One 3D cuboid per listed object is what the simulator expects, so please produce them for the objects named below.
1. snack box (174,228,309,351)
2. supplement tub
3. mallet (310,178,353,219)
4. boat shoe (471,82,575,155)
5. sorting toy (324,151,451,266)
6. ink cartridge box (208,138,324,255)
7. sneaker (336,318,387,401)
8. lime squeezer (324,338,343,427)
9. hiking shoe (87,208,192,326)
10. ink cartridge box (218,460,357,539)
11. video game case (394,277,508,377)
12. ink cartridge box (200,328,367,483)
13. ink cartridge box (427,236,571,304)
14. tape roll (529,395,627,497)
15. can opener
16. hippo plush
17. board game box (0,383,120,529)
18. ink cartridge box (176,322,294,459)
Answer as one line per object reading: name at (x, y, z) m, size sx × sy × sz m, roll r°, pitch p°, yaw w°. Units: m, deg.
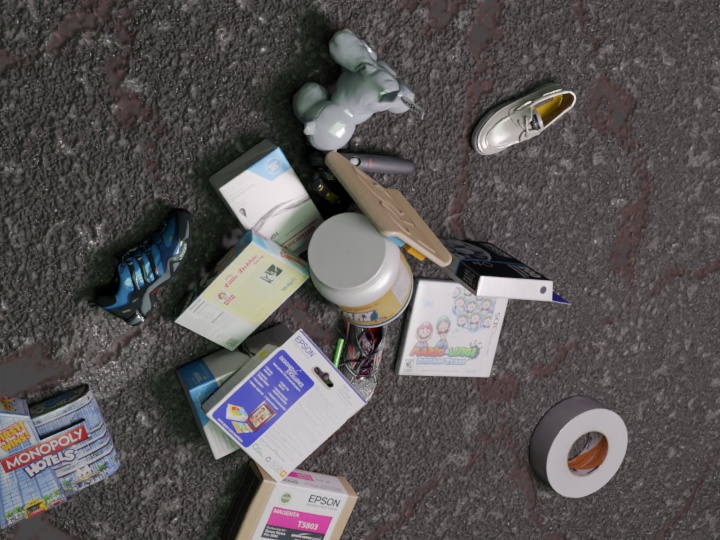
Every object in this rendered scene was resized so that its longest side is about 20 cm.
snack box at (-0.187, 0.034, 1.469) m, size 0.116 × 0.037 × 0.200 m, roll 32°, pitch 118°, yaw -31°
supplement tub at (0.000, 0.000, 1.482) m, size 0.145 × 0.145 × 0.200 m, roll -46°, pitch 159°, yaw -4°
mallet at (-0.057, -0.111, 1.453) m, size 0.041 × 0.200 × 0.066 m, roll 42°, pitch 100°, yaw 9°
boat shoe at (0.285, -0.259, 1.613) m, size 0.200 × 0.070 × 0.071 m, roll -30°, pitch 118°, yaw -13°
sorting toy at (0.040, -0.088, 1.439) m, size 0.036 × 0.185 × 0.200 m, roll -45°, pitch 148°, yaw 15°
ink cartridge box at (-0.134, -0.091, 1.477) m, size 0.116 × 0.067 × 0.200 m, roll -37°, pitch 120°, yaw -9°
sneaker at (0.003, 0.142, 1.621) m, size 0.081 × 0.075 × 0.200 m, roll -6°, pitch 111°, yaw -23°
lime squeezer at (-0.045, 0.215, 1.606) m, size 0.071 × 0.038 × 0.200 m, roll -34°, pitch 137°, yaw -43°
hiking shoe at (-0.325, -0.012, 1.410) m, size 0.087 × 0.074 × 0.200 m, roll 28°, pitch 95°, yaw -31°
ink cartridge box at (-0.128, 0.440, 1.665) m, size 0.200 × 0.075 × 0.165 m, roll 18°, pitch 101°, yaw -28°
video game case at (0.170, 0.108, 1.716) m, size 0.200 × 0.024 × 0.182 m, roll 5°, pitch 106°, yaw -26°
ink cartridge box at (-0.121, 0.216, 1.510) m, size 0.200 × 0.047 × 0.198 m, roll -43°, pitch 121°, yaw -7°
ink cartridge box at (0.236, -0.002, 1.609) m, size 0.200 × 0.198 × 0.043 m, roll 6°, pitch 108°, yaw -28°
tape roll at (0.446, 0.360, 1.913) m, size 0.200 × 0.066 × 0.200 m, roll -9°, pitch 112°, yaw -22°
can opener at (0.001, -0.178, 1.512) m, size 0.200 × 0.063 × 0.079 m, roll 8°, pitch 104°, yaw -27°
hippo plush at (-0.011, -0.248, 1.434) m, size 0.161 × 0.200 × 0.159 m, roll -43°, pitch 150°, yaw 13°
board game box at (-0.493, 0.265, 1.438) m, size 0.200 × 0.062 × 0.200 m, roll -22°, pitch 117°, yaw -17°
ink cartridge box at (-0.181, 0.197, 1.547) m, size 0.200 × 0.084 × 0.145 m, roll -24°, pitch 117°, yaw -17°
